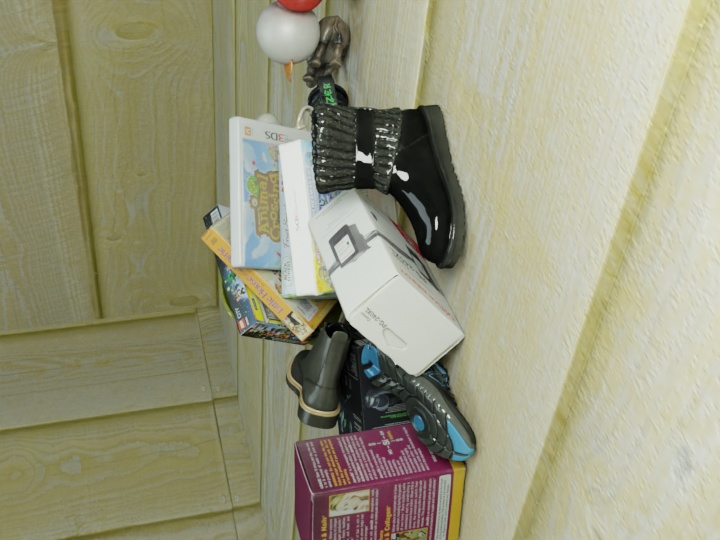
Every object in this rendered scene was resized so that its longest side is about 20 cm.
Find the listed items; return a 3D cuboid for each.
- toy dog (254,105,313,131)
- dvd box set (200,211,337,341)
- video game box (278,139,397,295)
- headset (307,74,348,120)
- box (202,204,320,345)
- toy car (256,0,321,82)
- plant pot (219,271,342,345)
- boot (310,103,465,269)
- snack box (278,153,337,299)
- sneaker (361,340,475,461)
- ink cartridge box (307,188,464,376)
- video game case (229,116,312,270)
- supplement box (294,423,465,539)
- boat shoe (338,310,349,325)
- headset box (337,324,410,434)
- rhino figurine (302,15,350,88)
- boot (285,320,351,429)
[{"bbox_3d":[-0.113,-0.136,1.446,0.096,0.132,0.201,-6,106,38],"label":"toy dog"},{"bbox_3d":[-0.120,-0.006,1.387,0.029,0.200,0.146,-42,5,28],"label":"dvd box set"},{"bbox_3d":[-0.022,-0.072,1.319,0.047,0.182,0.201,-7,89,39],"label":"video game box"},{"bbox_3d":[-0.059,-0.228,1.555,0.200,0.094,0.124,81,179,-76],"label":"headset"},{"bbox_3d":[-0.144,0.008,1.426,0.038,0.136,0.201,-36,60,27],"label":"box"},{"bbox_3d":[-0.109,-0.384,1.452,0.177,0.184,0.201,-119,33,-57],"label":"toy car"},{"bbox_3d":[-0.096,0.034,1.592,0.193,0.200,0.201,46,-154,-58],"label":"plant pot"},{"bbox_3d":[0.026,-0.096,1.129,0.079,0.157,0.212,120,142,-64],"label":"boot"},{"bbox_3d":[-0.047,-0.061,1.364,0.053,0.142,0.201,-7,84,42],"label":"snack box"},{"bbox_3d":[0.086,0.147,1.204,0.200,0.082,0.073,49,138,34],"label":"sneaker"},{"bbox_3d":[0.029,0.010,1.191,0.145,0.083,0.200,41,-165,-37],"label":"ink cartridge box"},{"bbox_3d":[-0.108,-0.100,1.355,0.022,0.182,0.201,-4,85,40],"label":"video game case"},{"bbox_3d":[0.021,0.282,1.243,0.103,0.199,0.131,-118,26,-55],"label":"supplement box"},{"bbox_3d":[-0.005,0.102,1.558,0.076,0.071,0.201,-94,7,-50],"label":"boat shoe"},{"bbox_3d":[0.024,0.187,1.411,0.174,0.092,0.201,-161,65,-75],"label":"headset box"},{"bbox_3d":[-0.059,-0.344,1.571,0.200,0.060,0.088,152,130,-76],"label":"rhino figurine"},{"bbox_3d":[-0.049,0.118,1.380,0.200,0.077,0.139,-126,47,-67],"label":"boot"}]
